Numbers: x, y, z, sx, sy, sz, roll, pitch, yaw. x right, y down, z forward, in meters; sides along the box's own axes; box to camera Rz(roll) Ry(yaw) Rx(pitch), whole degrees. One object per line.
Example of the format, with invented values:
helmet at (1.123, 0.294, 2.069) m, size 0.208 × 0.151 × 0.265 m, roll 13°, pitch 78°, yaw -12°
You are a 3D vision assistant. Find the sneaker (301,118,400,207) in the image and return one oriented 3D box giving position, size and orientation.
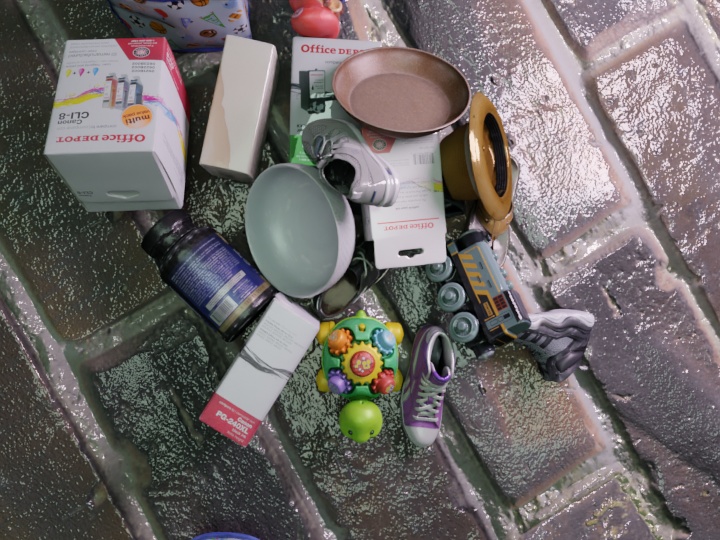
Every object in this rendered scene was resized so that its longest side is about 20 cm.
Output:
sneaker at (-0.031, -0.155, 0.726) m, size 0.081 × 0.200 × 0.075 m, roll -8°, pitch 127°, yaw -39°

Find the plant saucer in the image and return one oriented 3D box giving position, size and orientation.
plant saucer at (0.057, -0.251, 0.764) m, size 0.198 × 0.037 × 0.202 m, roll 2°, pitch 54°, yaw -3°

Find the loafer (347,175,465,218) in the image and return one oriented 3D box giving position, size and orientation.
loafer at (0.073, -0.111, 0.857) m, size 0.198 × 0.069 × 0.071 m, roll -4°, pitch 50°, yaw -6°

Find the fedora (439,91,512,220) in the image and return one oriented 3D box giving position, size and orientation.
fedora at (0.170, -0.166, 0.806) m, size 0.081 × 0.200 × 0.203 m, roll -8°, pitch 90°, yaw 29°

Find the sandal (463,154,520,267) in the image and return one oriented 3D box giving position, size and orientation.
sandal at (0.226, -0.099, 0.880) m, size 0.081 × 0.055 × 0.202 m, roll 17°, pitch 88°, yaw -3°

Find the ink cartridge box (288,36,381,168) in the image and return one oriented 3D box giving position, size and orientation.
ink cartridge box at (-0.040, -0.257, 0.851) m, size 0.145 × 0.083 × 0.203 m, roll 1°, pitch 89°, yaw -4°

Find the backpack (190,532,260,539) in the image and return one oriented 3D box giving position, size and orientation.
backpack at (-0.208, 0.503, 0.799) m, size 0.180 × 0.147 × 0.203 m, roll 0°, pitch 93°, yaw -3°

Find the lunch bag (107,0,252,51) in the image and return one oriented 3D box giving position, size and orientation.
lunch bag at (-0.274, -0.412, 0.796) m, size 0.197 × 0.170 × 0.126 m, roll -8°, pitch 87°, yaw -3°

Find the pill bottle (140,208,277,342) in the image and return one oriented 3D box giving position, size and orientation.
pill bottle at (-0.235, 0.005, 0.822) m, size 0.200 × 0.112 × 0.112 m, roll 45°, pitch 87°, yaw -2°

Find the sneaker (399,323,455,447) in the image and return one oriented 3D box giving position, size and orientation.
sneaker at (0.106, 0.189, 0.841) m, size 0.072 × 0.114 × 0.203 m, roll 4°, pitch 90°, yaw -5°

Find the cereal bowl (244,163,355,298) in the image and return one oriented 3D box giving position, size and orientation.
cereal bowl at (-0.083, -0.065, 0.818) m, size 0.198 × 0.083 × 0.203 m, roll 14°, pitch 113°, yaw 35°

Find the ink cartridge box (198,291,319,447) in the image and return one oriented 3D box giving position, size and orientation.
ink cartridge box at (-0.145, 0.140, 0.808) m, size 0.083 × 0.145 × 0.201 m, roll 33°, pitch 88°, yaw -4°

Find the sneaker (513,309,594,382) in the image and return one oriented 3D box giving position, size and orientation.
sneaker at (0.284, 0.124, 0.871) m, size 0.197 × 0.075 × 0.115 m, roll -2°, pitch 92°, yaw -2°

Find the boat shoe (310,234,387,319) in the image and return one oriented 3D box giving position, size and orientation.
boat shoe at (0.000, 0.000, 0.860) m, size 0.072 × 0.068 × 0.200 m, roll 43°, pitch 85°, yaw -2°

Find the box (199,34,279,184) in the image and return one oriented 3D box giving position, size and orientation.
box at (-0.186, -0.248, 0.838) m, size 0.077 × 0.095 × 0.203 m, roll 11°, pitch 87°, yaw -3°

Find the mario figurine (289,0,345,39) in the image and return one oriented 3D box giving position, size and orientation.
mario figurine at (-0.050, -0.447, 0.821) m, size 0.105 × 0.124 × 0.201 m, roll 28°, pitch 68°, yaw 6°

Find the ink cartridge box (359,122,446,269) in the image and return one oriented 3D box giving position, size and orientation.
ink cartridge box at (0.060, -0.108, 0.791) m, size 0.115 × 0.067 × 0.203 m, roll -5°, pitch 93°, yaw -10°

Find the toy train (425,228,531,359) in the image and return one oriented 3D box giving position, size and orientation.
toy train at (0.180, 0.032, 0.828) m, size 0.113 × 0.085 × 0.202 m, roll -29°, pitch 62°, yaw 20°

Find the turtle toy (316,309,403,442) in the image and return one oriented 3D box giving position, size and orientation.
turtle toy at (0.001, 0.164, 0.839) m, size 0.144 × 0.101 × 0.203 m, roll 0°, pitch 89°, yaw -3°

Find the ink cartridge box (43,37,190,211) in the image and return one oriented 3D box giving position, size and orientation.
ink cartridge box at (-0.339, -0.206, 0.770) m, size 0.143 × 0.145 × 0.202 m, roll -3°, pitch 66°, yaw -5°
